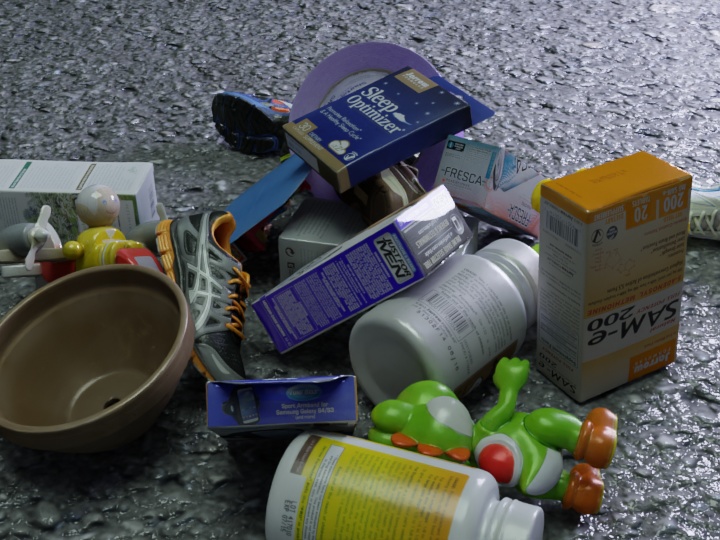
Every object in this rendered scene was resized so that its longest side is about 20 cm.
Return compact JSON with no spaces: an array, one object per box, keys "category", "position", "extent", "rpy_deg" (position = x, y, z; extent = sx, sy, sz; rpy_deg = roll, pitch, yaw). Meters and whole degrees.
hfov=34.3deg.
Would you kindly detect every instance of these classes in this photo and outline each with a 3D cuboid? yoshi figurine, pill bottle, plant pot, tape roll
[{"category":"yoshi figurine","position":[0.106,0.134,0.974],"extent":[0.197,0.112,0.114],"rpy_deg":[11,68,2]},{"category":"pill bottle","position":[0.092,0.050,1.107],"extent":[0.114,0.116,0.199],"rpy_deg":[24,41,34]},{"category":"pill bottle","position":[0.035,0.194,0.890],"extent":[0.197,0.111,0.109],"rpy_deg":[11,34,19]},{"category":"plant pot","position":[-0.236,0.095,1.050],"extent":[0.198,0.093,0.202],"rpy_deg":[-10,41,9]},{"category":"tape roll","position":[0.018,-0.159,1.357],"extent":[0.197,0.203,0.066],"rpy_deg":[8,-2,14]}]

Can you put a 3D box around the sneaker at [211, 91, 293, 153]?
[{"category":"sneaker","position":[-0.107,-0.192,1.545],"extent":[0.198,0.076,0.078],"rpy_deg":[19,28,15]}]

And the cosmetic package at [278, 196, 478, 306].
[{"category":"cosmetic package","position":[0.020,-0.016,1.252],"extent":[0.197,0.072,0.102],"rpy_deg":[8,31,14]}]

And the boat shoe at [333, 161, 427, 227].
[{"category":"boat shoe","position":[0.024,-0.093,1.254],"extent":[0.074,0.075,0.203],"rpy_deg":[3,33,-25]}]

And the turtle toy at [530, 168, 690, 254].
[{"category":"turtle toy","position":[0.240,-0.026,1.221],"extent":[0.145,0.102,0.199],"rpy_deg":[32,33,32]}]

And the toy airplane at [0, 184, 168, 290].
[{"category":"toy airplane","position":[-0.282,-0.022,1.205],"extent":[0.196,0.143,0.200],"rpy_deg":[10,14,-4]}]

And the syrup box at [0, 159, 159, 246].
[{"category":"syrup box","position":[-0.341,-0.075,1.350],"extent":[0.197,0.080,0.082],"rpy_deg":[2,33,6]}]

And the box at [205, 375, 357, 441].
[{"category":"box","position":[-0.062,0.116,0.967],"extent":[0.117,0.042,0.200],"rpy_deg":[-3,-10,-2]}]

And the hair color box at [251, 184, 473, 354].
[{"category":"hair color box","position":[0.000,0.000,1.124],"extent":[0.199,0.065,0.109],"rpy_deg":[-27,6,36]}]

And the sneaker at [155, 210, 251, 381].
[{"category":"sneaker","position":[-0.140,0.026,1.124],"extent":[0.076,0.078,0.202],"rpy_deg":[-21,67,5]}]

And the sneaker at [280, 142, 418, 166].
[{"category":"sneaker","position":[0.004,-0.135,1.440],"extent":[0.197,0.076,0.076],"rpy_deg":[16,19,12]}]

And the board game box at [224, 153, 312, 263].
[{"category":"board game box","position":[-0.105,-0.061,1.299],"extent":[0.199,0.039,0.159],"rpy_deg":[-34,19,25]}]

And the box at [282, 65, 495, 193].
[{"category":"box","position":[0.031,-0.159,1.233],"extent":[0.198,0.033,0.121],"rpy_deg":[-27,41,-19]}]

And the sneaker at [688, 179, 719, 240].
[{"category":"sneaker","position":[0.377,-0.060,1.323],"extent":[0.199,0.076,0.086],"rpy_deg":[19,44,41]}]

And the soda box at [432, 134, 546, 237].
[{"category":"soda box","position":[0.148,-0.088,1.272],"extent":[0.063,0.069,0.199],"rpy_deg":[16,0,26]}]

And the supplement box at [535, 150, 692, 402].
[{"category":"supplement box","position":[0.235,0.006,1.091],"extent":[0.125,0.202,0.073],"rpy_deg":[-19,33,-24]}]
